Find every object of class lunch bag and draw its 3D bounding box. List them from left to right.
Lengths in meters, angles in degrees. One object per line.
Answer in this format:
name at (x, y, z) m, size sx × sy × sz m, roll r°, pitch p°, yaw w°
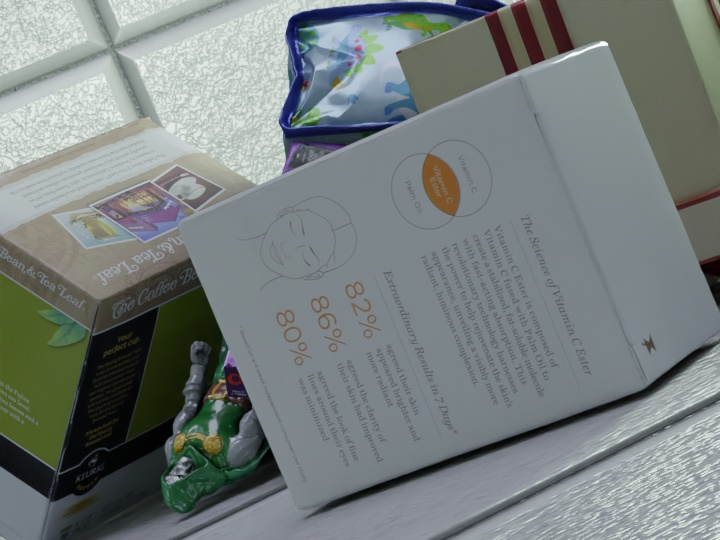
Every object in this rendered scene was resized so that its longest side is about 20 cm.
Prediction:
lunch bag at (0.059, -0.081, 1.658) m, size 0.199 × 0.128 × 0.170 m, roll -2°, pitch -37°, yaw 9°

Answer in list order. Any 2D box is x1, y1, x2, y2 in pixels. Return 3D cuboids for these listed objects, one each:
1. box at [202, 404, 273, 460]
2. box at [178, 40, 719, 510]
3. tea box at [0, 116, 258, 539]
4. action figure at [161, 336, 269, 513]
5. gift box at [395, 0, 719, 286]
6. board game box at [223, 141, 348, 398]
box at (0.015, 0.055, 1.616) m, size 0.199 × 0.050 × 0.160 m, roll -23°, pitch 1°, yaw 22°
box at (0.042, 0.003, 1.237) m, size 0.199 × 0.153 × 0.106 m, roll -21°, pitch 2°, yaw 30°
tea box at (-0.166, 0.038, 1.637) m, size 0.200 × 0.133 × 0.197 m, roll -26°, pitch -39°, yaw -51°
action figure at (-0.063, 0.060, 1.522) m, size 0.118 × 0.055 × 0.200 m, roll -6°, pitch 43°, yaw 38°
gift box at (0.136, -0.067, 1.444) m, size 0.199 × 0.187 × 0.184 m, roll -21°, pitch 3°, yaw 31°
board game box at (0.000, 0.000, 1.504) m, size 0.119 × 0.032 × 0.200 m, roll 1°, pitch 41°, yaw 12°
